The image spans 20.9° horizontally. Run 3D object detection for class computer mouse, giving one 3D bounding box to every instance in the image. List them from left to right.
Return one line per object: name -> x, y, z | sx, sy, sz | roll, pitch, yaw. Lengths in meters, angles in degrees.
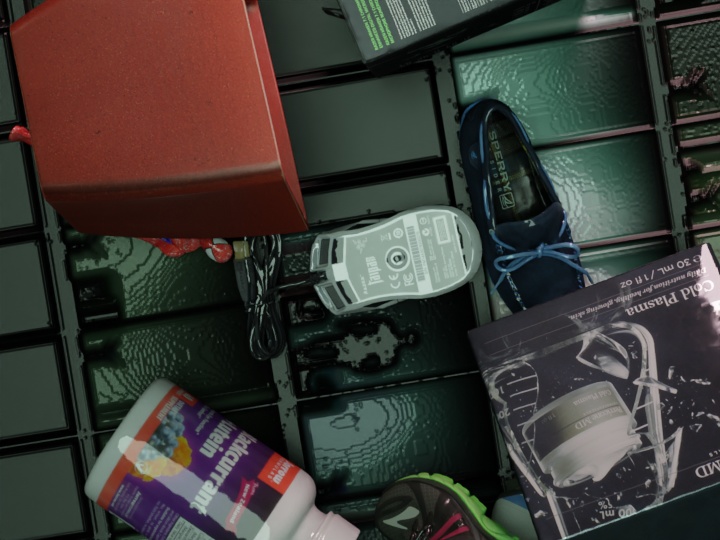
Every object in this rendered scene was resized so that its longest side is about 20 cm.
computer mouse -> 0.000, 0.000, 1.544 | 0.199, 0.044, 0.110 | -11, 90, 8

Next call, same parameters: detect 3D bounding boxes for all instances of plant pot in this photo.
plant pot -> -0.152, -0.123, 1.452 | 0.175, 0.200, 0.201 | -13, 79, 2

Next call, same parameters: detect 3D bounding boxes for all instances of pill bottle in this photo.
pill bottle -> -0.104, 0.182, 1.519 | 0.199, 0.111, 0.112 | 33, 93, 2

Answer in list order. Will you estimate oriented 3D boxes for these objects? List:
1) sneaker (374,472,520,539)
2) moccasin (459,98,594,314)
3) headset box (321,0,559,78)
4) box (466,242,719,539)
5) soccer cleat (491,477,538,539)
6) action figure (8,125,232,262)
sneaker -> 0.064, 0.216, 1.478 | 0.083, 0.200, 0.077 | -25, 119, -24
moccasin -> 0.122, -0.035, 1.517 | 0.080, 0.068, 0.201 | -26, 91, -7
headset box -> 0.068, -0.222, 1.467 | 0.199, 0.174, 0.093 | -23, 91, 5
box -> 0.207, 0.117, 1.449 | 0.199, 0.124, 0.197 | -21, 54, 3
soccer cleat -> 0.202, 0.200, 1.517 | 0.199, 0.070, 0.087 | -8, 68, 11
action figure -> -0.184, -0.068, 1.552 | 0.200, 0.052, 0.066 | 35, 88, 0
